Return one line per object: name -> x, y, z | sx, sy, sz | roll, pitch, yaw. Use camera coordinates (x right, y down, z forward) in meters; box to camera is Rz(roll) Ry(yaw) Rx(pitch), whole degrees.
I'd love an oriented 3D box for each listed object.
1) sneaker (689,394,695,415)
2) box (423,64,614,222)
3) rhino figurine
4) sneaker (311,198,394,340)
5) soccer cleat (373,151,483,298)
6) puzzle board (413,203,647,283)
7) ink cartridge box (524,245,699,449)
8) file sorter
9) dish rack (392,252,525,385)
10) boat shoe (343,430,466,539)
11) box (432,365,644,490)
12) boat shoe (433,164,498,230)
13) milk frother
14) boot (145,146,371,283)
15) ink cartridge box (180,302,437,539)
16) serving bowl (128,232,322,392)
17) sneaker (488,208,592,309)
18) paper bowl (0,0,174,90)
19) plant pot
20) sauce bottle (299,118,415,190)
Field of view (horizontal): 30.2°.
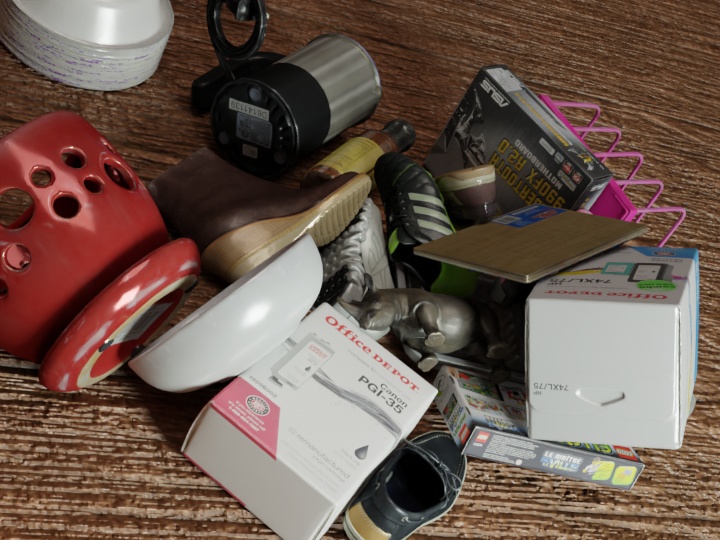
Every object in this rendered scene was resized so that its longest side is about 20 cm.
sneaker -> 0.289, 0.105, 1.490 | 0.200, 0.076, 0.092 | 45, 19, 21
box -> 0.182, -0.121, 1.581 | 0.048, 0.158, 0.200 | -15, 57, -45
rhino figurine -> 0.061, 0.052, 1.319 | 0.200, 0.060, 0.087 | 15, 34, -28
sneaker -> 0.000, 0.000, 1.415 | 0.081, 0.075, 0.200 | 38, 33, -22
soccer cleat -> 0.056, -0.050, 1.431 | 0.081, 0.068, 0.200 | -8, 55, -35
puzzle board -> 0.176, -0.028, 1.373 | 0.200, 0.017, 0.151 | -20, 24, -40
ink cartridge box -> 0.253, 0.070, 1.322 | 0.147, 0.146, 0.200 | 2, 17, 18
file sorter -> 0.277, -0.095, 1.633 | 0.125, 0.139, 0.200 | -3, 49, -39
dish rack -> 0.110, 0.043, 1.449 | 0.171, 0.044, 0.200 | 15, 41, -20
boat shoe -> 0.054, 0.193, 1.224 | 0.075, 0.062, 0.200 | 45, 30, 10
box -> 0.177, 0.158, 1.344 | 0.200, 0.035, 0.110 | 15, 24, -22
boat shoe -> 0.111, -0.076, 1.503 | 0.072, 0.200, 0.065 | -9, 88, -11
milk frother -> -0.082, -0.237, 1.507 | 0.180, 0.200, 0.188 | 35, 38, 12
boot -> -0.107, -0.083, 1.389 | 0.200, 0.072, 0.166 | -37, 67, -25
ink cartridge box -> -0.043, 0.137, 1.218 | 0.146, 0.083, 0.200 | 38, 39, 9
serving bowl -> -0.109, 0.050, 1.197 | 0.066, 0.200, 0.200 | 55, 40, -5
sneaker -> 0.223, 0.002, 1.464 | 0.200, 0.079, 0.095 | -28, 66, -40
paper bowl -> -0.310, -0.306, 1.510 | 0.200, 0.104, 0.201 | 17, 42, -16
plant pot -> -0.256, -0.006, 1.153 | 0.183, 0.200, 0.200 | 47, 40, 6
sauce bottle -> 0.003, -0.123, 1.545 | 0.066, 0.066, 0.200 | 38, 37, 10
